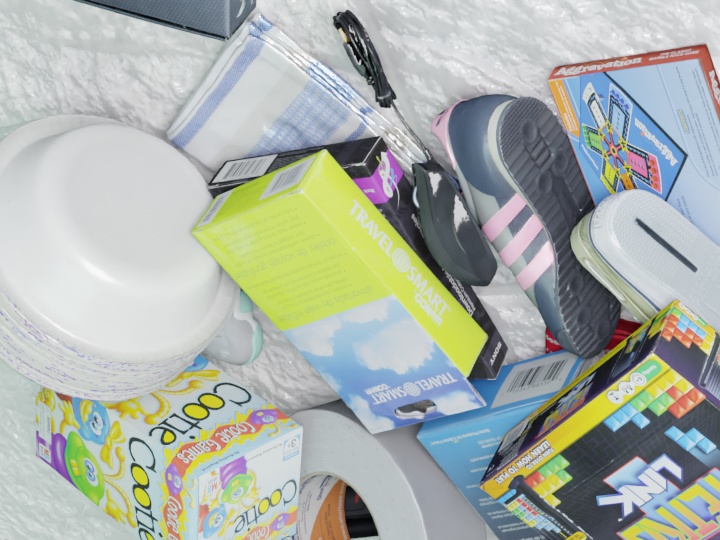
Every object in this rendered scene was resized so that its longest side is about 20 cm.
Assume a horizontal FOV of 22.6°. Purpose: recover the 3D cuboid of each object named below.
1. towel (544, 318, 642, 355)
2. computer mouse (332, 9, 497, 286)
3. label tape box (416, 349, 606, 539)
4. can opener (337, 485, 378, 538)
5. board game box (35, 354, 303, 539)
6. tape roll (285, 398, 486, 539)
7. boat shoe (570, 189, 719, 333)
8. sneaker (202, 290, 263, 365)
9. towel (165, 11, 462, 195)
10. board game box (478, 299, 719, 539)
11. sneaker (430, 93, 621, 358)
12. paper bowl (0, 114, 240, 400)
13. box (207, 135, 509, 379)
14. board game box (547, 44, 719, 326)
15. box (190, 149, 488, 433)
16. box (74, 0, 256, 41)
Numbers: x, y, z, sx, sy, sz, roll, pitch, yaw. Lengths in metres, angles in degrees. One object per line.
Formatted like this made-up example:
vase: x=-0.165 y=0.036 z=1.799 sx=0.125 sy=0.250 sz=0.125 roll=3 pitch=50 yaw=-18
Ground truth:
towel: x=0.198 y=0.114 z=1.281 sx=0.144 sy=0.023 sz=0.201 roll=14 pitch=133 yaw=20
computer mouse: x=0.029 y=-0.075 z=1.160 sx=0.034 sy=0.059 sz=0.201 roll=-30 pitch=93 yaw=-1
label tape box: x=0.157 y=0.154 z=1.283 sx=0.143 sy=0.066 sz=0.200 roll=-20 pitch=119 yaw=43
can opener: x=0.014 y=0.193 z=1.428 sx=0.199 sy=0.079 sz=0.063 roll=-2 pitch=136 yaw=42
board game box: x=-0.148 y=0.131 z=1.371 sx=0.200 sy=0.105 sz=0.104 roll=31 pitch=130 yaw=36
tape roll: x=0.001 y=0.197 z=1.366 sx=0.200 sy=0.066 sz=0.202 roll=10 pitch=105 yaw=44
boat shoe: x=0.218 y=0.024 z=1.141 sx=0.200 sy=0.072 sz=0.062 roll=44 pitch=160 yaw=-9
sneaker: x=-0.176 y=0.034 z=1.334 sx=0.200 sy=0.140 sz=0.078 roll=38 pitch=137 yaw=-5
towel: x=-0.032 y=-0.073 z=1.244 sx=0.200 sy=0.024 sz=0.147 roll=39 pitch=137 yaw=-7
board game box: x=0.196 y=0.130 z=1.146 sx=0.165 sy=0.057 sz=0.200 roll=39 pitch=138 yaw=-4
sneaker: x=0.110 y=-0.031 z=1.182 sx=0.082 sy=0.070 sz=0.201 roll=10 pitch=133 yaw=46
paper bowl: x=-0.176 y=-0.019 z=1.244 sx=0.200 sy=0.201 sz=0.104 roll=39 pitch=136 yaw=-7
box: x=0.000 y=0.000 z=1.256 sx=0.142 sy=0.036 sz=0.200 roll=-5 pitch=128 yaw=38
board game box: x=0.198 y=-0.048 z=1.139 sx=0.102 sy=0.019 sz=0.201 roll=-6 pitch=125 yaw=31
box: x=-0.007 y=0.019 z=1.213 sx=0.122 sy=0.048 sz=0.200 roll=-19 pitch=120 yaw=46
box: x=-0.144 y=-0.254 z=1.126 sx=0.157 sy=0.051 sz=0.201 roll=17 pitch=134 yaw=14
